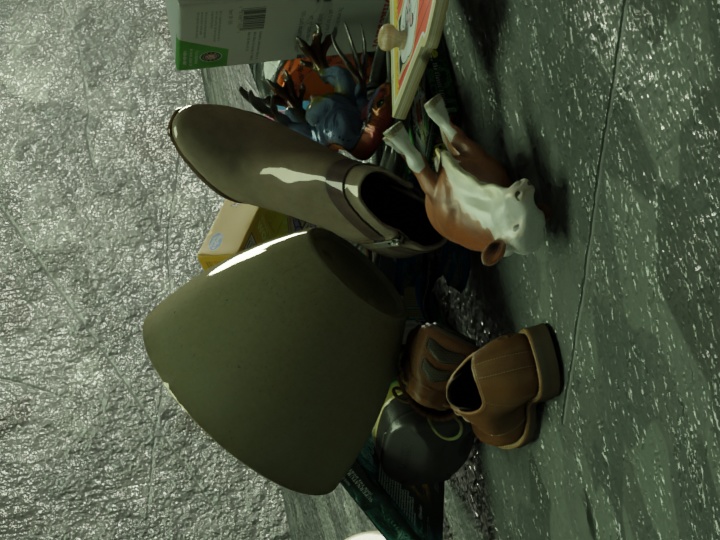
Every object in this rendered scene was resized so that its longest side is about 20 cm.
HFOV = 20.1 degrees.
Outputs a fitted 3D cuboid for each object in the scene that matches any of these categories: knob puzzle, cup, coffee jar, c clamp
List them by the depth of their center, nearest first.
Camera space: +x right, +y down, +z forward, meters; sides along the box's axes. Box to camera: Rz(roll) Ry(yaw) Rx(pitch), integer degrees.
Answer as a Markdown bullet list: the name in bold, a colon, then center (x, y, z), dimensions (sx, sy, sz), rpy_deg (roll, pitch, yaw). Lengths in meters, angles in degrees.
- **knob puzzle**: center (0.039, -0.237, 1.431), dimensions (0.220, 0.030, 0.221), rpy_deg (-172, 90, -80)
- **cup**: center (-0.046, 0.052, 1.571), dimensions (0.200, 0.143, 0.200), rpy_deg (39, -164, -14)
- **c clamp**: center (0.016, -0.109, 1.640), dimensions (0.171, 0.027, 0.201), rpy_deg (106, 167, -55)
- **coffee jar**: center (0.040, 0.085, 1.786), dimensions (0.105, 0.085, 0.201), rpy_deg (99, 160, -50)

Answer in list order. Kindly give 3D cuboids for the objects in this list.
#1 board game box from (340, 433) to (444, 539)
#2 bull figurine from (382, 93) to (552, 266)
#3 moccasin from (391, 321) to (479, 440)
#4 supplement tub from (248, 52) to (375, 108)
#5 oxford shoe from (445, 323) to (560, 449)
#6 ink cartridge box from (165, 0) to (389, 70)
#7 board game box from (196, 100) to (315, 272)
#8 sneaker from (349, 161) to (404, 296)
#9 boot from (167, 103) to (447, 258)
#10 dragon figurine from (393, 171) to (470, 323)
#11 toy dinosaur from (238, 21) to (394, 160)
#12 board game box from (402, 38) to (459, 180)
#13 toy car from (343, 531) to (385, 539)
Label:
- **board game box**: center (0.026, 0.178, 1.824), dimensions (0.135, 0.028, 0.200), rpy_deg (52, -166, -13)
- **bull figurine**: center (0.071, -0.059, 1.395), dimensions (0.122, 0.065, 0.200), rpy_deg (54, 177, -2)
- **moccasin**: center (0.061, 0.088, 1.609), dimensions (0.078, 0.073, 0.201), rpy_deg (-63, 1, -2)
- **supplement tub**: center (-0.048, -0.214, 1.893), dimensions (0.200, 0.122, 0.123), rpy_deg (-110, 13, -51)
- **oxford shoe**: center (0.094, 0.088, 1.493), dimensions (0.200, 0.071, 0.072), rpy_deg (98, 158, -70)
- **ink cartridge box**: center (-0.060, -0.237, 1.694), dimensions (0.146, 0.199, 0.085), rpy_deg (113, 150, -73)
- **board game box**: center (-0.067, -0.027, 1.780), dimensions (0.201, 0.040, 0.153), rpy_deg (-68, -34, -41)
- **sneaker**: center (0.000, 0.000, 1.738), dimensions (0.078, 0.079, 0.201), rpy_deg (-12, 49, 62)
- **boot**: center (-0.030, -0.068, 1.502), dimensions (0.146, 0.199, 0.071), rpy_deg (13, 80, 60)
- **dragon figurine**: center (0.056, -0.016, 1.619), dimensions (0.100, 0.058, 0.201), rpy_deg (-98, 9, -68)
- **toy dinosaur**: center (-0.007, -0.127, 1.618), dimensions (0.200, 0.105, 0.182), rpy_deg (43, -175, -44)
- **board game box**: center (0.051, -0.127, 1.675), dimensions (0.200, 0.023, 0.105), rpy_deg (99, 158, -66)
- **toy car**: center (0.034, 0.369, 1.985), dimensions (0.158, 0.163, 0.201), rpy_deg (-116, 5, -61)
